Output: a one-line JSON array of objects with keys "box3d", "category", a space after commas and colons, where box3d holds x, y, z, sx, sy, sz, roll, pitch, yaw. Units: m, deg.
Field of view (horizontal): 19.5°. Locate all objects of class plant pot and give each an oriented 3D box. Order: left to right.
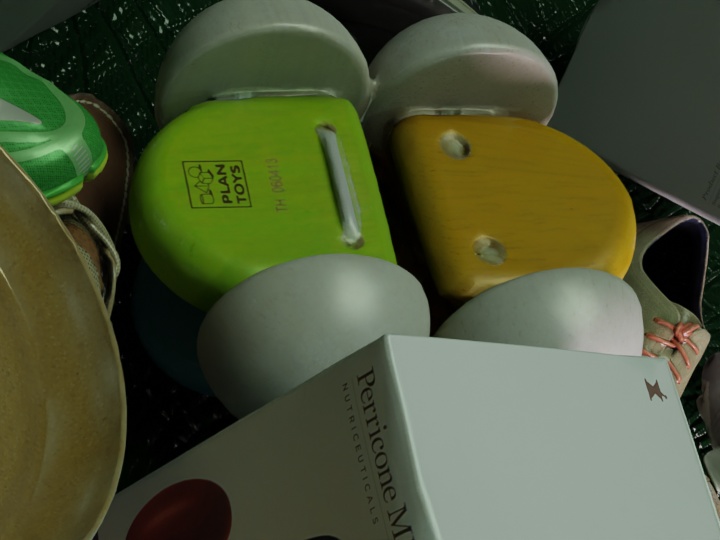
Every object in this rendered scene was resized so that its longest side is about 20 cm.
[{"box3d": [-0.155, 0.015, 0.607, 0.199, 0.027, 0.201, 31, 38, -28], "category": "plant pot"}]

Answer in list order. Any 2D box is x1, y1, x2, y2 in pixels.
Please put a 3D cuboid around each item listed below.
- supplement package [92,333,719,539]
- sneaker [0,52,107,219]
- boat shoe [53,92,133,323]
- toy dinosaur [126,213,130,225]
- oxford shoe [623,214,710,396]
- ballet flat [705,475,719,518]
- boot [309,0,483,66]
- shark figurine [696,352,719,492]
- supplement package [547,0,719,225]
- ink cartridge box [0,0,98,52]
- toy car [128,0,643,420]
[{"box3d": [0.011, 0.149, 0.676, 0.146, 0.199, 0.193, 7, 59, -46], "category": "supplement package"}, {"box3d": [-0.171, -0.088, 0.697, 0.199, 0.084, 0.074, 35, 45, -1], "category": "sneaker"}, {"box3d": [-0.113, 0.007, 0.738, 0.076, 0.072, 0.201, 38, 42, -24], "category": "boat shoe"}, {"box3d": [-0.022, -0.025, 0.893, 0.106, 0.061, 0.200, 32, 38, 17], "category": "toy dinosaur"}, {"box3d": [0.121, 0.045, 0.975, 0.070, 0.075, 0.201, 39, 41, -24], "category": "oxford shoe"}, {"box3d": [0.139, 0.170, 0.920, 0.067, 0.068, 0.201, 48, 39, -24], "category": "ballet flat"}, {"box3d": [0.020, -0.159, 1.005, 0.203, 0.073, 0.155, 40, 38, -25], "category": "boot"}, {"box3d": [0.242, 0.126, 1.022, 0.216, 0.089, 0.128, 57, 15, 7], "category": "shark figurine"}, {"box3d": [0.209, -0.076, 1.039, 0.119, 0.122, 0.200, 19, 11, -40], "category": "supplement package"}, {"box3d": [-0.135, -0.207, 0.799, 0.201, 0.144, 0.085, 54, 38, -6], "category": "ink cartridge box"}, {"box3d": [0.000, 0.000, 0.798, 0.198, 0.150, 0.176, 3, 53, -25], "category": "toy car"}]
